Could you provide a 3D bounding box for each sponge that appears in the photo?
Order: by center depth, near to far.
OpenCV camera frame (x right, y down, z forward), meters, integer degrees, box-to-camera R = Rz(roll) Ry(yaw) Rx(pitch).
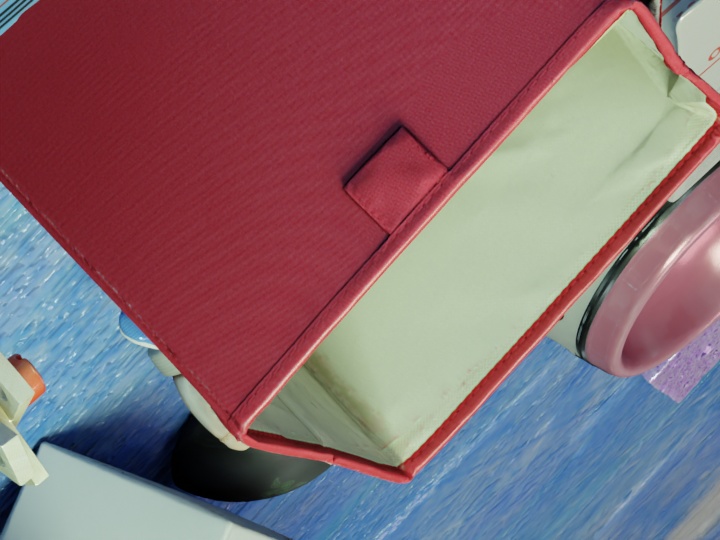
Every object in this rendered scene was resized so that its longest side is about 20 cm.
[{"bbox_3d":[0.263,0.001,1.703,0.200,0.030,0.112,-47,160,4],"label":"sponge"}]

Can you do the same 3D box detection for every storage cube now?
[{"bbox_3d":[-0.012,-0.059,0.837,0.200,0.180,0.171,-47,160,7],"label":"storage cube"}]

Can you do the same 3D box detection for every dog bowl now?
[{"bbox_3d":[0.176,-0.024,1.423,0.200,0.074,0.200,-39,159,-18],"label":"dog bowl"}]

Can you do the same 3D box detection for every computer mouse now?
[{"bbox_3d":[-0.009,0.045,1.222,0.200,0.053,0.138,-47,161,4],"label":"computer mouse"}]

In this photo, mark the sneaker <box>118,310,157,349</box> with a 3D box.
[{"bbox_3d":[-0.020,-0.026,0.966,0.146,0.081,0.200,-39,-178,-35],"label":"sneaker"}]

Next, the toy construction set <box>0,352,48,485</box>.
[{"bbox_3d":[-0.203,0.081,0.875,0.199,0.092,0.131,-27,154,-17],"label":"toy construction set"}]

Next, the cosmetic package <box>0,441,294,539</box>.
[{"bbox_3d":[-0.082,0.142,1.173,0.072,0.101,0.200,-67,161,-5],"label":"cosmetic package"}]

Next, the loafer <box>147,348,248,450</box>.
[{"bbox_3d":[0.000,0.000,1.114,0.200,0.063,0.072,-37,-170,-15],"label":"loafer"}]

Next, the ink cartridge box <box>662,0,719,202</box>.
[{"bbox_3d":[0.169,-0.127,1.221,0.116,0.067,0.200,-42,161,-11],"label":"ink cartridge box"}]

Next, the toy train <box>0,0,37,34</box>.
[{"bbox_3d":[-0.175,-0.057,0.664,0.200,0.087,0.114,-42,166,-9],"label":"toy train"}]
